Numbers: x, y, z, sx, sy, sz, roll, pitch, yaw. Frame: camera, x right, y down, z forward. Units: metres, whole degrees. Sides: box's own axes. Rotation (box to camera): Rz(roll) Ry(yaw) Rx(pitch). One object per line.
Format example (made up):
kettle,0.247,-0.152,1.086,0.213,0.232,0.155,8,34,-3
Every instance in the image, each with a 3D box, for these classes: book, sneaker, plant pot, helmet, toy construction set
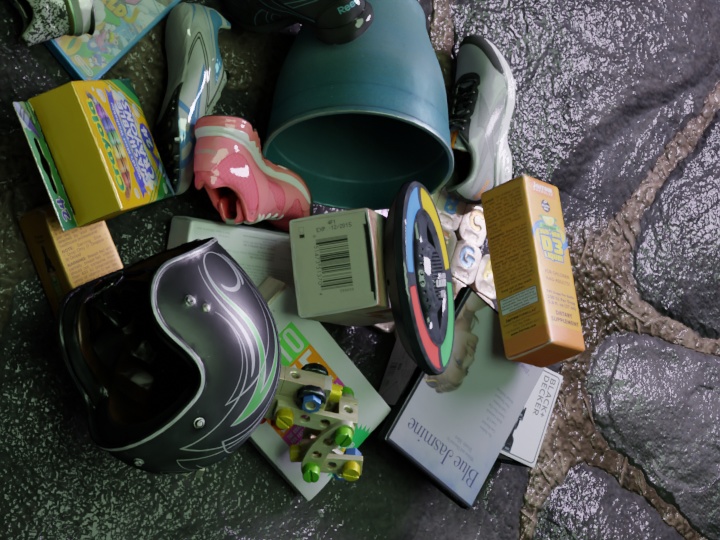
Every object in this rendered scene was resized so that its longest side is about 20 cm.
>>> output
book,-0.072,0.125,1.668,0.134,0.048,0.200,-48,121,-15
sneaker,-0.117,-0.077,1.641,0.200,0.073,0.087,45,51,-52
sneaker,-0.169,-0.174,1.643,0.072,0.072,0.201,11,79,-27
plant pot,0.002,-0.194,1.702,0.199,0.200,0.189,21,58,-32
sneaker,0.130,-0.173,1.852,0.079,0.074,0.202,4,82,-39
helmet,-0.166,0.084,1.464,0.199,0.200,0.192,-26,98,-35
sneaker,-0.071,-0.288,1.648,0.076,0.199,0.079,-54,135,-23
toy construction set,-0.085,0.152,1.598,0.199,0.132,0.092,4,39,-20
sneaker,-0.327,-0.302,1.529,0.088,0.077,0.201,-30,99,-25

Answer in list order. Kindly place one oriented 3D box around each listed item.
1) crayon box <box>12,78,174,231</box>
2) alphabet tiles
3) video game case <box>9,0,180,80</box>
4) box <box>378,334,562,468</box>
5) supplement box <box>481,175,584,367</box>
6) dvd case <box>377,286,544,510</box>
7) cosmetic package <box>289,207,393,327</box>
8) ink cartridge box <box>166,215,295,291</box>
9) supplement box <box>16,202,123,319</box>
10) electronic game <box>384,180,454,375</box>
crayon box,-0.246,-0.112,1.516,0.200,0.051,0.126,-36,106,-76
alphabet tiles,0.082,-0.005,1.836,0.199,0.015,0.197,31,67,-28
video game case,-0.258,-0.299,1.628,0.143,0.018,0.200,51,59,-19
box,0.125,0.134,1.815,0.199,0.060,0.117,28,75,-30
supplement box,0.189,0.000,1.780,0.066,0.069,0.201,14,59,-44
dvd case,0.115,0.139,1.761,0.143,0.018,0.201,41,68,-26
cosmetic package,0.000,0.000,1.667,0.200,0.087,0.104,12,70,-75
ink cartridge box,-0.132,0.054,1.668,0.159,0.047,0.201,9,93,-35
supplement box,-0.259,0.027,1.557,0.069,0.066,0.201,-28,101,-34
electronic game,0.066,0.008,1.658,0.200,0.041,0.201,-7,90,-75
